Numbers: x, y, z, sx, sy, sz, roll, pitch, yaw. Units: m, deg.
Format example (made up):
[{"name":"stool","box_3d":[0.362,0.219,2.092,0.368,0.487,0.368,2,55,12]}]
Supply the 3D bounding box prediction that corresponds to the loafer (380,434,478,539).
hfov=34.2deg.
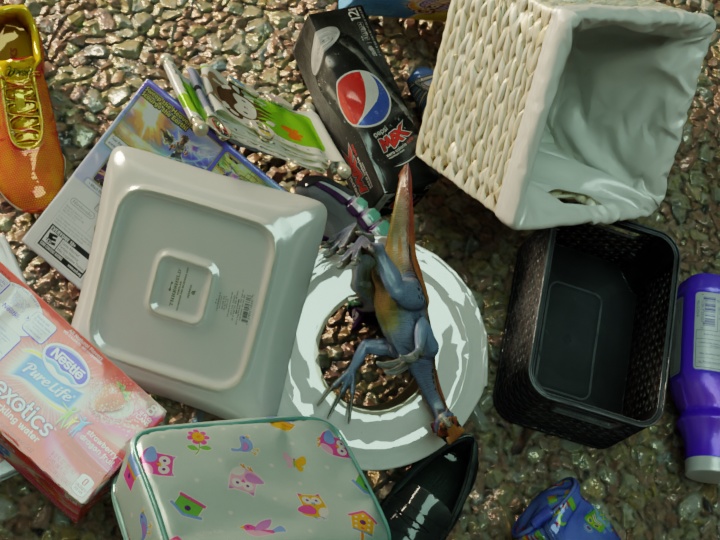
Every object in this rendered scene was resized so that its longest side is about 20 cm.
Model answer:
[{"name":"loafer","box_3d":[0.043,0.211,0.991,0.068,0.071,0.201,32,44,13]}]

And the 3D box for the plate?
[{"name":"plate","box_3d":[-0.145,0.015,0.980,0.198,0.032,0.201,16,95,10]}]

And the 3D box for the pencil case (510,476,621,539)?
[{"name":"pencil case","box_3d":[0.223,0.280,1.038,0.078,0.087,0.200,-43,83,8]}]

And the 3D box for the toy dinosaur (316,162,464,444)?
[{"name":"toy dinosaur","box_3d":[0.047,0.044,0.960,0.200,0.105,0.182,-47,111,-16]}]

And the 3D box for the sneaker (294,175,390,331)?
[{"name":"sneaker","box_3d":[0.000,0.000,1.092,0.200,0.074,0.088,42,69,2]}]

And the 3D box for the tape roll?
[{"name":"tape roll","box_3d":[0.010,0.072,1.030,0.200,0.071,0.204,0,87,-6]}]

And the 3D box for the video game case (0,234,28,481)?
[{"name":"video game case","box_3d":[-0.347,0.089,0.985,0.181,0.024,0.201,-23,77,-23]}]

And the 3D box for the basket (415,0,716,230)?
[{"name":"basket","box_3d":[0.181,-0.160,1.069,0.197,0.202,0.161,-7,30,-36]}]

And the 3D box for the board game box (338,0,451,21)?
[{"name":"board game box","box_3d":[0.091,-0.287,1.184,0.198,0.153,0.041,2,91,-14]}]

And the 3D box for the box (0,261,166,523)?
[{"name":"box","box_3d":[-0.265,0.094,0.942,0.200,0.095,0.103,41,64,1]}]

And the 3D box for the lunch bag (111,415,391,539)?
[{"name":"lunch bag","box_3d":[-0.084,0.186,0.901,0.199,0.077,0.161,2,37,-35]}]

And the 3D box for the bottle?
[{"name":"bottle","box_3d":[0.347,0.106,1.150,0.083,0.065,0.202,13,67,-10]}]

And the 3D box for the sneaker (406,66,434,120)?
[{"name":"sneaker","box_3d":[0.133,-0.215,1.213,0.199,0.077,0.085,-29,75,-24]}]

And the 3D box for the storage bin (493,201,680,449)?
[{"name":"storage bin","box_3d":[0.217,0.054,1.120,0.134,0.094,0.201,17,66,-9]}]

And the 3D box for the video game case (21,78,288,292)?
[{"name":"video game case","box_3d":[-0.163,-0.034,1.033,0.200,0.045,0.182,39,93,1]}]

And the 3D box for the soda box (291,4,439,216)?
[{"name":"soda box","box_3d":[0.002,-0.156,1.152,0.063,0.071,0.201,-17,75,-25]}]

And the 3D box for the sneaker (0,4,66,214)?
[{"name":"sneaker","box_3d":[-0.312,-0.146,1.056,0.072,0.077,0.201,-12,72,-15]}]

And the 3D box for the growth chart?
[{"name":"growth chart","box_3d":[-0.096,-0.142,1.075,0.199,0.018,0.145,14,32,-43]}]
